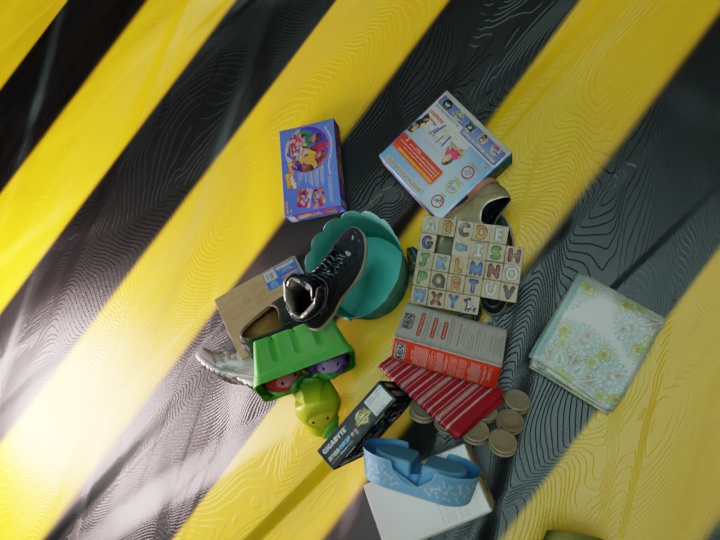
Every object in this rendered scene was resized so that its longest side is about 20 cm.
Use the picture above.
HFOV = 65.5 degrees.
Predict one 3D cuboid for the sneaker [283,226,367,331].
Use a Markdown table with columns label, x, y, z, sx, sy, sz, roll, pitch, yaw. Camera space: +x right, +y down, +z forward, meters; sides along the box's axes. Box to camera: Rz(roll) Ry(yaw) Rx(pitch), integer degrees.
| label | x | y | z | sx | sy | sz | roll | pitch | yaw |
| --- | --- | --- | --- | --- | --- | --- | --- | --- | --- |
| sneaker | -0.059 | 0.004 | 0.977 | 0.076 | 0.146 | 0.206 | 24 | 84 | 20 |

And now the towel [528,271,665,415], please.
| label | x | y | z | sx | sy | sz | roll | pitch | yaw |
| --- | --- | --- | --- | --- | --- | --- | --- | --- | --- |
| towel | 0.418 | 0.129 | 1.006 | 0.169 | 0.048 | 0.202 | 31 | 88 | 17 |

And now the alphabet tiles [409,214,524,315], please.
| label | x | y | z | sx | sy | sz | roll | pitch | yaw |
| --- | --- | --- | --- | --- | --- | --- | --- | --- | --- |
| alphabet tiles | 0.199 | -0.006 | 1.046 | 0.195 | 0.008 | 0.172 | 9 | 89 | 17 |

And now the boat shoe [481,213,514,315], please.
| label | x | y | z | sx | sy | sz | roll | pitch | yaw |
| --- | --- | --- | --- | --- | --- | --- | --- | --- | --- |
| boat shoe | 0.262 | -0.018 | 1.077 | 0.067 | 0.057 | 0.205 | 0 | 78 | 16 |

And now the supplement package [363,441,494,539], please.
| label | x | y | z | sx | sy | sz | roll | pitch | yaw |
| --- | --- | --- | --- | --- | --- | --- | --- | --- | --- |
| supplement package | 0.123 | 0.398 | 0.993 | 0.197 | 0.117 | 0.119 | -25 | 71 | 9 |

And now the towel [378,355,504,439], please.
| label | x | y | z | sx | sy | sz | roll | pitch | yaw |
| --- | --- | --- | --- | --- | --- | --- | --- | --- | --- |
| towel | 0.147 | 0.204 | 1.018 | 0.143 | 0.023 | 0.199 | -27 | 50 | -34 |

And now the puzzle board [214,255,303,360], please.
| label | x | y | z | sx | sy | sz | roll | pitch | yaw |
| --- | --- | --- | --- | --- | --- | --- | --- | --- | --- |
| puzzle board | -0.192 | 0.077 | 1.185 | 0.197 | 0.017 | 0.152 | -29 | 67 | -9 |

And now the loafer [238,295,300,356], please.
| label | x | y | z | sx | sy | sz | roll | pitch | yaw |
| --- | --- | --- | --- | --- | --- | --- | --- | --- | --- |
| loafer | -0.158 | 0.092 | 1.127 | 0.199 | 0.073 | 0.073 | -42 | 70 | -14 |

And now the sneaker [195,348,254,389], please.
| label | x | y | z | sx | sy | sz | roll | pitch | yaw |
| --- | --- | --- | --- | --- | --- | --- | --- | --- | --- |
| sneaker | -0.253 | 0.197 | 1.183 | 0.196 | 0.075 | 0.083 | 16 | 67 | 13 |

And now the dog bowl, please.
| label | x | y | z | sx | sy | sz | roll | pitch | yaw |
| --- | --- | --- | --- | --- | --- | --- | --- | --- | --- |
| dog bowl | 0.094 | 0.325 | 0.904 | 0.195 | 0.111 | 0.051 | 10 | 91 | 20 |

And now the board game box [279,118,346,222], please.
| label | x | y | z | sx | sy | sz | roll | pitch | yaw |
| --- | --- | --- | --- | --- | --- | --- | --- | --- | --- |
| board game box | -0.106 | -0.220 | 1.236 | 0.131 | 0.045 | 0.205 | -9 | 76 | 14 |

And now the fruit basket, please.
| label | x | y | z | sx | sy | sz | roll | pitch | yaw |
| --- | --- | --- | --- | --- | --- | --- | --- | --- | --- |
| fruit basket | -0.097 | 0.218 | 1.073 | 0.210 | 0.156 | 0.221 | 0 | 66 | 1 |

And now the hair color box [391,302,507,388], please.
| label | x | y | z | sx | sy | sz | roll | pitch | yaw |
| --- | --- | --- | --- | --- | --- | --- | --- | --- | --- |
| hair color box | 0.164 | 0.136 | 1.034 | 0.195 | 0.062 | 0.102 | 15 | 40 | 12 |

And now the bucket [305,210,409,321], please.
| label | x | y | z | sx | sy | sz | roll | pitch | yaw |
| --- | --- | --- | --- | --- | --- | --- | --- | --- | --- |
| bucket | 0.000 | 0.000 | 1.108 | 0.202 | 0.135 | 0.213 | -4 | 76 | 15 |

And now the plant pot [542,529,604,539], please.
| label | x | y | z | sx | sy | sz | roll | pitch | yaw |
| --- | --- | --- | --- | --- | --- | --- | --- | --- | --- |
| plant pot | 0.338 | 0.529 | 0.885 | 0.182 | 0.188 | 0.204 | 3 | 63 | 16 |

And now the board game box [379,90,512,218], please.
| label | x | y | z | sx | sy | sz | roll | pitch | yaw |
| --- | --- | --- | --- | --- | --- | --- | --- | --- | --- |
| board game box | 0.174 | -0.228 | 1.151 | 0.195 | 0.056 | 0.201 | -42 | 70 | 4 |

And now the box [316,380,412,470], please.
| label | x | y | z | sx | sy | sz | roll | pitch | yaw |
| --- | --- | --- | --- | --- | --- | --- | --- | --- | --- |
| box | 0.018 | 0.273 | 1.008 | 0.046 | 0.200 | 0.159 | 42 | 92 | 19 |

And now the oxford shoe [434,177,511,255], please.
| label | x | y | z | sx | sy | sz | roll | pitch | yaw |
| --- | --- | --- | --- | --- | --- | --- | --- | --- | --- |
| oxford shoe | 0.208 | -0.086 | 1.081 | 0.201 | 0.070 | 0.074 | -53 | 34 | 14 |

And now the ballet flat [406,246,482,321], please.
| label | x | y | z | sx | sy | sz | roll | pitch | yaw |
| --- | --- | --- | --- | --- | --- | --- | --- | --- | --- |
| ballet flat | 0.146 | 0.042 | 1.098 | 0.200 | 0.068 | 0.076 | 43 | 107 | 18 |

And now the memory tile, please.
| label | x | y | z | sx | sy | sz | roll | pitch | yaw |
| --- | --- | --- | --- | --- | --- | --- | --- | --- | --- |
| memory tile | 0.198 | 0.246 | 1.010 | 0.196 | 0.017 | 0.154 | 19 | 40 | 19 |
